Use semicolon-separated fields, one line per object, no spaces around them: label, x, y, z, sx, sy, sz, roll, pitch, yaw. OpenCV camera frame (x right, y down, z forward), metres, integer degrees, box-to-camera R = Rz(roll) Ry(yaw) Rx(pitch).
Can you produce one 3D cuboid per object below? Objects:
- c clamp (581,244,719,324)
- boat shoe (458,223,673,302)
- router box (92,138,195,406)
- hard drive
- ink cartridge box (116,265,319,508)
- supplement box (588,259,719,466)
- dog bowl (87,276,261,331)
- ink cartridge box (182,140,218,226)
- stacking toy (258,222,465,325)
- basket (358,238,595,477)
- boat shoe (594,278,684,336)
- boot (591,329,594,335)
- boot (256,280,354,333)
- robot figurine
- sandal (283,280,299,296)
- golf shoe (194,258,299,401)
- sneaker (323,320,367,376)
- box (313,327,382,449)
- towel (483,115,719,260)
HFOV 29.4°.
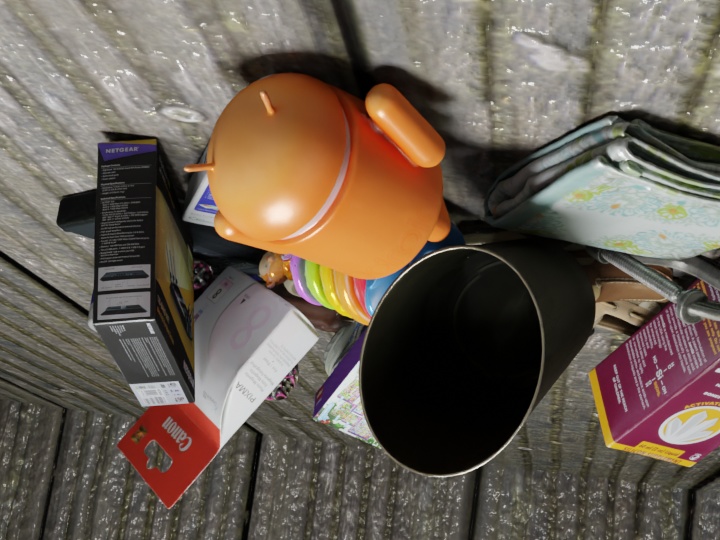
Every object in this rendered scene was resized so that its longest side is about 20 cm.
c clamp;0.244;0.006;1.102;0.169;0.027;0.200;5;-162;-32
boat shoe;0.173;0.013;1.212;0.197;0.075;0.076;7;159;6
router box;-0.178;0.008;1.155;0.052;0.159;0.200;-4;157;1
hard drive;-0.175;-0.035;1.334;0.199;0.033;0.139;19;163;-40
ink cartridge box;-0.144;0.098;1.250;0.057;0.200;0.162;51;169;-28
supplement box;0.316;0.087;1.249;0.109;0.086;0.200;15;137;-28
dog bowl;-0.209;0.041;1.575;0.197;0.080;0.200;7;167;2
ink cartridge box;-0.084;-0.069;1.119;0.098;0.040;0.200;12;168;-13
stacking toy;-0.017;-0.004;1.195;0.198;0.117;0.110;3;157;41
basket;0.105;0.046;1.071;0.135;0.182;0.200;30;-157;16
boat shoe;0.208;0.028;1.289;0.197;0.065;0.071;10;167;-6
boot;0.158;0.062;1.410;0.137;0.078;0.200;-31;160;10
boot;-0.027;0.039;1.441;0.198;0.065;0.185;14;162;-38
robot figurine;-0.021;-0.064;0.934;0.143;0.118;0.199;10;173;44
sandal;0.000;0.000;1.287;0.080;0.055;0.199;16;152;-38
golf shoe;-0.140;0.055;1.389;0.200;0.073;0.092;48;161;-26
sneaker;0.024;0.066;1.370;0.076;0.086;0.201;11;130;-16
box;0.061;0.096;1.308;0.136;0.039;0.200;26;126;-17
towel;0.204;-0.051;0.998;0.169;0.049;0.200;13;166;-18
